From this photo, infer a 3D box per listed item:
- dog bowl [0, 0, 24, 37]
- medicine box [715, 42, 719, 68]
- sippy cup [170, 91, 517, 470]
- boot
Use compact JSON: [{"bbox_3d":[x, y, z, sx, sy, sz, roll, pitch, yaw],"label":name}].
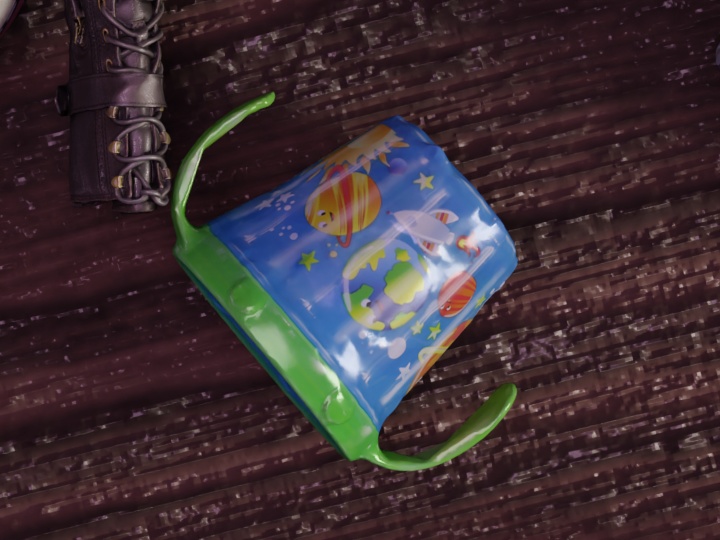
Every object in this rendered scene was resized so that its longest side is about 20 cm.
[{"bbox_3d":[-0.243,-0.172,1.280,0.200,0.074,0.200,1,94,22],"label":"dog bowl"},{"bbox_3d":[0.301,-0.119,1.245,0.200,0.103,0.182,35,95,2],"label":"medicine box"},{"bbox_3d":[0.000,0.000,1.268,0.130,0.140,0.178,-41,133,-5],"label":"sippy cup"},{"bbox_3d":[-0.106,-0.115,1.246,0.069,0.200,0.174,-3,86,-19],"label":"boot"}]
